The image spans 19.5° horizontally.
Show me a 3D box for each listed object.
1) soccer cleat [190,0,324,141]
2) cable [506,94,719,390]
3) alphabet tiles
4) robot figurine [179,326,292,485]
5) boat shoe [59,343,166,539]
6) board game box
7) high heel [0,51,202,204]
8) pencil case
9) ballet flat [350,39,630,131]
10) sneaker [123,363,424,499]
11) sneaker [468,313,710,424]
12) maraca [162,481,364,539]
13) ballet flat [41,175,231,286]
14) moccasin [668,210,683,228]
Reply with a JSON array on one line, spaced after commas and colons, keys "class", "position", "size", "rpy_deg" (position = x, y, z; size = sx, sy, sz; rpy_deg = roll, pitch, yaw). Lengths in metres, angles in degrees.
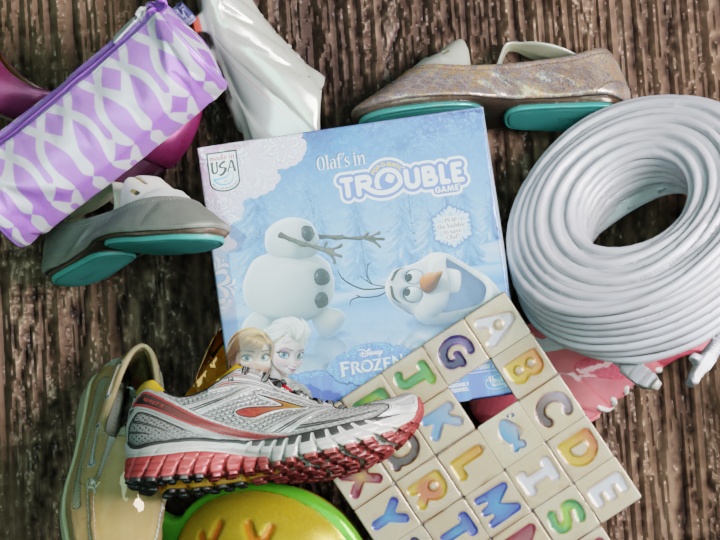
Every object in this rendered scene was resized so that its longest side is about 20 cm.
[{"class": "soccer cleat", "position": [-0.070, -0.146, 1.504], "size": [0.078, 0.069, 0.200], "rpy_deg": [-21, 92, -5]}, {"class": "cable", "position": [0.191, -0.030, 1.419], "size": [0.200, 0.069, 0.200], "rpy_deg": [23, 70, 44]}, {"class": "alphabet tiles", "position": [0.082, 0.142, 1.403], "size": [0.167, 0.008, 0.200], "rpy_deg": [-34, 86, 2]}, {"class": "robot figurine", "position": [-0.033, 0.049, 1.489], "size": [0.145, 0.058, 0.200], "rpy_deg": [39, 89, 4]}, {"class": "boat shoe", "position": [-0.162, 0.134, 1.426], "size": [0.072, 0.076, 0.200], "rpy_deg": [15, 44, -25]}, {"class": "board game box", "position": [0.000, 0.000, 1.438], "size": [0.200, 0.043, 0.199], "rpy_deg": [-9, 85, 3]}, {"class": "high heel", "position": [-0.214, -0.137, 1.505], "size": [0.200, 0.067, 0.096], "rpy_deg": [37, 96, -10]}, {"class": "pencil case", "position": [-0.185, -0.103, 1.435], "size": [0.200, 0.084, 0.086], "rpy_deg": [-40, 130, 2]}, {"class": "ballet flat", "position": [0.092, -0.132, 1.503], "size": [0.200, 0.068, 0.067], "rpy_deg": [-1, 66, -3]}, {"class": "sneaker", "position": [-0.058, 0.096, 1.373], "size": [0.200, 0.078, 0.082], "rpy_deg": [-5, 72, -2]}, {"class": "sneaker", "position": [0.168, 0.069, 1.483], "size": [0.200, 0.074, 0.087], "rpy_deg": [-6, 96, 8]}, {"class": "maraca", "position": [-0.080, 0.211, 1.452], "size": [0.200, 0.107, 0.137], "rpy_deg": [-7, 103, 28]}, {"class": "ballet flat", "position": [-0.161, -0.035, 1.447], "size": [0.067, 0.200, 0.064], "rpy_deg": [8, 76, -38]}, {"class": "moccasin", "position": [0.315, -0.037, 1.479], "size": [0.201, 0.074, 0.078], "rpy_deg": [-14, 73, -8]}]
